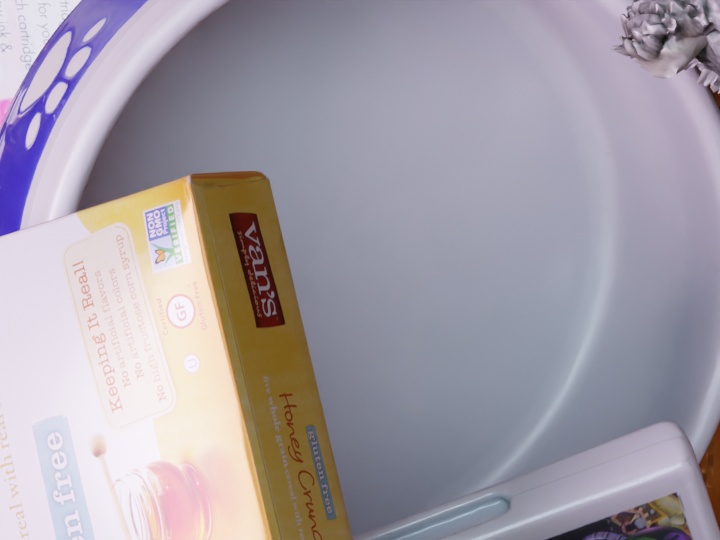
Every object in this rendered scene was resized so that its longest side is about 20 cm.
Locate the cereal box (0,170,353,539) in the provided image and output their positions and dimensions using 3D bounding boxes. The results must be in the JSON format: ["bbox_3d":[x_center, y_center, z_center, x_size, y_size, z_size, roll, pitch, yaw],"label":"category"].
[{"bbox_3d":[-0.095,0.070,0.720,0.199,0.039,0.145,-17,84,30],"label":"cereal box"}]

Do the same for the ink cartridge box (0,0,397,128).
[{"bbox_3d":[-0.092,-0.092,0.875,0.199,0.068,0.116,-9,85,4],"label":"ink cartridge box"}]

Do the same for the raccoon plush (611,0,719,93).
[{"bbox_3d":[0.089,-0.102,0.785,0.200,0.133,0.097,35,113,41],"label":"raccoon plush"}]

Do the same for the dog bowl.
[{"bbox_3d":[0.000,0.000,0.799,0.199,0.079,0.201,-4,103,-19],"label":"dog bowl"}]

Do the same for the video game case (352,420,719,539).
[{"bbox_3d":[0.027,0.147,0.799,0.181,0.023,0.201,-20,125,3],"label":"video game case"}]
